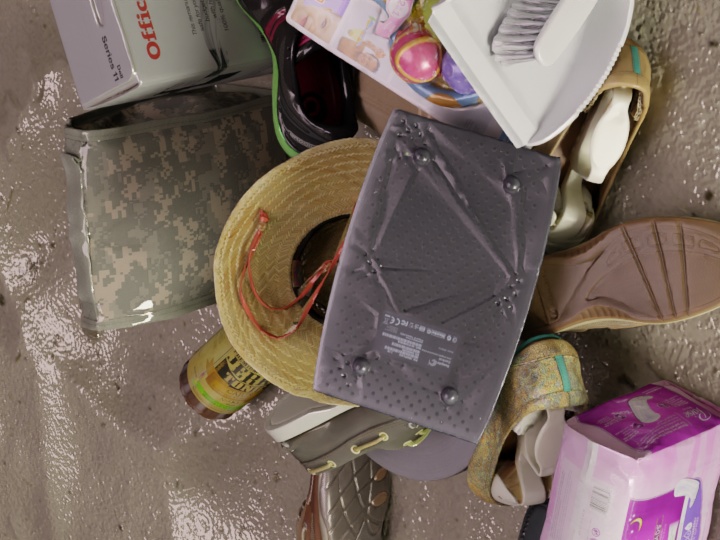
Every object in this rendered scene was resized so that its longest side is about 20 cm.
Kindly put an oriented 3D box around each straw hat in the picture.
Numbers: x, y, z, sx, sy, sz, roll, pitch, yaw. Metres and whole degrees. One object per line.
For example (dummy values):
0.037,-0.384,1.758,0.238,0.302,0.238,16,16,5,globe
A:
0.000,0.000,1.477,0.199,0.085,0.203,0,92,10,straw hat

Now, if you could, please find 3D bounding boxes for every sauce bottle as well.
-0.080,0.056,1.699,0.200,0.064,0.065,-43,70,45,sauce bottle

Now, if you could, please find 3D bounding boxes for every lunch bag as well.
-0.159,-0.053,1.651,0.117,0.199,0.166,12,111,43,lunch bag

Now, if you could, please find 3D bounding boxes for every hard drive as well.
0.053,0.003,1.402,0.134,0.042,0.202,17,96,9,hard drive

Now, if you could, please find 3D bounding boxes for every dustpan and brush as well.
0.147,-0.189,1.327,0.057,0.201,0.140,19,157,47,dustpan and brush

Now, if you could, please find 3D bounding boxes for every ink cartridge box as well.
-0.138,-0.215,1.580,0.083,0.199,0.148,-18,88,47,ink cartridge box

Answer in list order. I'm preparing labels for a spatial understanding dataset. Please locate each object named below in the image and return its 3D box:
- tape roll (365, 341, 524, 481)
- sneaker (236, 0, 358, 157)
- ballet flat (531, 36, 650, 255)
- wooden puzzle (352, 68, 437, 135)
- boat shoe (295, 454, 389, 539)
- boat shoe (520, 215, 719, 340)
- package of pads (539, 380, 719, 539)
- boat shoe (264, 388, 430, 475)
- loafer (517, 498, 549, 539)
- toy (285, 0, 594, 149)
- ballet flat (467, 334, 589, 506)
0.052,0.054,1.560,0.199,0.066,0.202,16,113,42,tape roll
-0.041,-0.182,1.539,0.084,0.076,0.202,-11,98,61,sneaker
0.145,-0.066,1.416,0.063,0.068,0.201,-102,26,-55,ballet flat
0.022,-0.193,1.511,0.185,0.037,0.202,-143,47,-59,wooden puzzle
-0.023,0.208,1.679,0.071,0.075,0.202,15,110,45,boat shoe
0.182,0.004,1.411,0.198,0.064,0.072,-10,88,31,boat shoe
0.182,0.186,1.422,0.075,0.120,0.202,28,121,37,package of pads
0.019,0.099,1.513,0.201,0.072,0.060,-22,114,37,boat shoe
0.135,0.262,1.529,0.068,0.070,0.203,19,114,43,loafer
0.045,-0.164,1.401,0.199,0.047,0.116,35,118,12,toy
0.119,0.126,1.452,0.071,0.070,0.201,48,149,26,ballet flat
